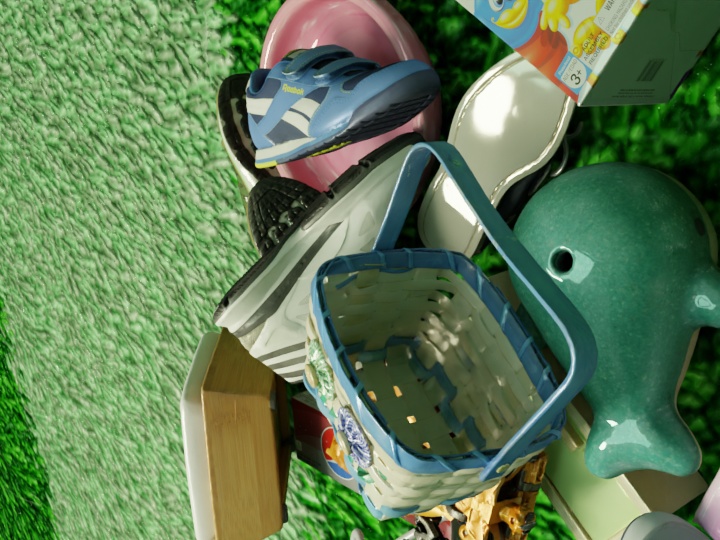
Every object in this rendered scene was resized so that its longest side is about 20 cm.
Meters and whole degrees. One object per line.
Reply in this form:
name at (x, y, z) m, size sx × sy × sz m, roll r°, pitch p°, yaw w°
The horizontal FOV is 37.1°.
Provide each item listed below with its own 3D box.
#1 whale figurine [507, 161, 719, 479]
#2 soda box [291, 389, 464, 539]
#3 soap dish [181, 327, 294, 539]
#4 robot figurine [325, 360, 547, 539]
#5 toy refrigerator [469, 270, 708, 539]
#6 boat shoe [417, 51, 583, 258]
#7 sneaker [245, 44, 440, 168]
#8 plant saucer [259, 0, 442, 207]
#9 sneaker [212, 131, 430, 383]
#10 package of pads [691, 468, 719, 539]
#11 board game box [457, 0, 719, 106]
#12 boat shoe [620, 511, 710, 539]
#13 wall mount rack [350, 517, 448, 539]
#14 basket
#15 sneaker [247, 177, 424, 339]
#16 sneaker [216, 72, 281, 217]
whale figurine at (0.155, 0.031, 0.668) m, size 0.159 × 0.104 × 0.200 m, roll -9°, pitch 83°, yaw 39°
soda box at (0.027, 0.158, 0.929) m, size 0.200 × 0.063 × 0.070 m, roll 19°, pitch 120°, yaw 44°
soap dish at (-0.109, 0.146, 0.994) m, size 0.200 × 0.081 × 0.157 m, roll -92°, pitch -2°, yaw -74°
robot figurine at (0.056, 0.133, 0.779) m, size 0.200 × 0.058 × 0.145 m, roll 29°, pitch 115°, yaw 44°
toy refrigerator at (0.144, 0.098, 0.763) m, size 0.200 × 0.070 × 0.076 m, roll 56°, pitch 139°, yaw 19°
boat shoe at (0.103, -0.082, 0.742) m, size 0.075 × 0.062 × 0.200 m, roll 38°, pitch 138°, yaw 16°
sneaker at (-0.024, -0.131, 0.792) m, size 0.200 × 0.074 × 0.082 m, roll -10°, pitch 95°, yaw 50°
plant saucer at (-0.004, -0.132, 0.864) m, size 0.200 × 0.051 × 0.201 m, roll 23°, pitch 121°, yaw 44°
sneaker at (0.000, 0.000, 0.782) m, size 0.115 × 0.201 × 0.076 m, roll 44°, pitch -178°, yaw -9°
package of pads at (0.279, 0.104, 0.600) m, size 0.121 × 0.076 × 0.200 m, roll 40°, pitch 131°, yaw 33°
board game box at (0.116, -0.199, 0.643) m, size 0.200 × 0.105 × 0.103 m, roll 47°, pitch 126°, yaw 27°
boat shoe at (0.210, 0.225, 0.706) m, size 0.202 × 0.075 × 0.086 m, roll 54°, pitch 170°, yaw -23°
wall mount rack at (0.043, 0.276, 0.827) m, size 0.174 × 0.075 × 0.200 m, roll 99°, pitch 163°, yaw -49°
basket at (0.050, 0.048, 0.645) m, size 0.176 × 0.139 × 0.200 m, roll 59°, pitch 138°, yaw 34°
sneaker at (-0.032, 0.005, 0.875) m, size 0.200 × 0.077 × 0.089 m, roll 51°, pitch 166°, yaw -25°
sneaker at (-0.091, -0.079, 0.976) m, size 0.089 × 0.077 × 0.200 m, roll -26°, pitch 82°, yaw 59°
